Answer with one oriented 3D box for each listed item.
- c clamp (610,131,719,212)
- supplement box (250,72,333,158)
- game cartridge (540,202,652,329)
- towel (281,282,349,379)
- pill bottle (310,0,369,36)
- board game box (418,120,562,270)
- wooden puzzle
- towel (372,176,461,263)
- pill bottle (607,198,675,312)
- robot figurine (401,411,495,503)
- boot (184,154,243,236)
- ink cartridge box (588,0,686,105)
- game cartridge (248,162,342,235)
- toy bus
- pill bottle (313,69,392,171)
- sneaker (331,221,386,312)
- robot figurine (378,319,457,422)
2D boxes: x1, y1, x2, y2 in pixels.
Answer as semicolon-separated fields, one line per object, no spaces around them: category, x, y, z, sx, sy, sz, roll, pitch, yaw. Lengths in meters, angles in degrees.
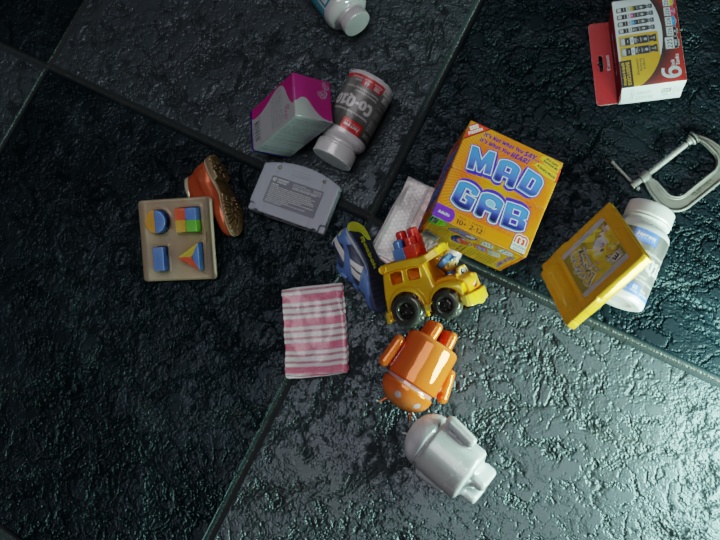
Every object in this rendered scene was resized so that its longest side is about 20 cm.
c clamp;0.648;-0.213;1.572;0.198;0.027;0.172;-32;72;4
supplement box;-0.156;-0.340;1.697;0.199;0.102;0.103;-25;65;53
game cartridge;0.448;-0.011;1.486;0.200;0.032;0.178;-46;32;24
towel;-0.100;0.129;1.663;0.144;0.030;0.204;-7;75;11
pill bottle;-0.060;-0.648;1.799;0.110;0.111;0.201;-35;72;3
board game box;0.252;-0.142;1.531;0.197;0.200;0.202;24;82;-1
wooden puzzle;-0.425;-0.070;1.745;0.197;0.046;0.189;-2;95;17
towel;0.141;-0.083;1.657;0.189;0.032;0.202;27;85;17
pill bottle;0.539;-0.031;1.508;0.112;0.114;0.202;22;83;17
robot figurine;0.167;0.362;1.499;0.199;0.112;0.171;37;121;19
boot;-0.342;-0.155;1.773;0.106;0.075;0.202;-29;72;18
ink cartridge box;0.582;-0.465;1.619;0.172;0.084;0.204;-6;76;12
game cartridge;-0.146;-0.171;1.743;0.197;0.042;0.135;20;78;17
toy bus;0.138;0.004;1.544;0.197;0.135;0.195;-13;91;27
pill bottle;-0.019;-0.335;1.711;0.113;0.114;0.202;26;83;17
sneaker;0.000;0.000;1.649;0.082;0.074;0.203;-27;80;34
robot figurine;0.121;0.202;1.549;0.116;0.144;0.202;27;83;39
